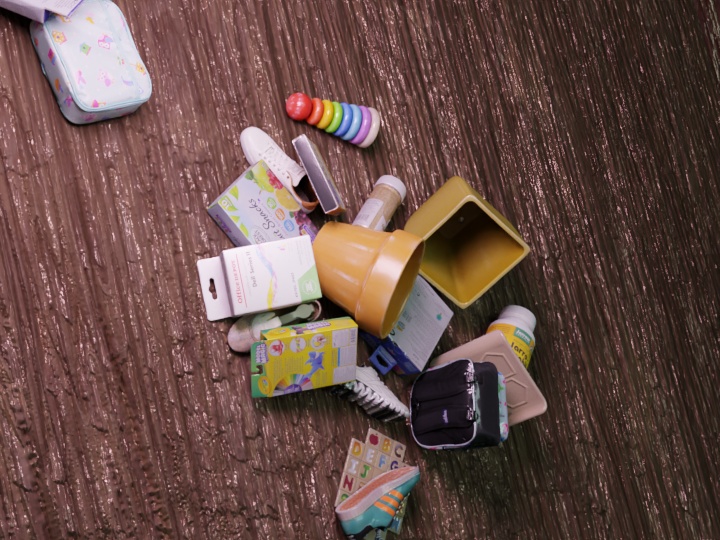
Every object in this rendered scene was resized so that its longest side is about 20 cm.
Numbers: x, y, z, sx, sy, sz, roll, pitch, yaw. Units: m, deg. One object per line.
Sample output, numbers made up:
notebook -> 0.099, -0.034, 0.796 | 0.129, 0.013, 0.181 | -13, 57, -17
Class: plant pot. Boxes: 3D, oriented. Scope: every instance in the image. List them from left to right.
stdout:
plant pot -> 0.000, 0.000, 1.547 | 0.182, 0.201, 0.201 | 23, 55, 12
plant pot -> 0.207, -0.083, 1.753 | 0.194, 0.195, 0.201 | 38, 20, -24

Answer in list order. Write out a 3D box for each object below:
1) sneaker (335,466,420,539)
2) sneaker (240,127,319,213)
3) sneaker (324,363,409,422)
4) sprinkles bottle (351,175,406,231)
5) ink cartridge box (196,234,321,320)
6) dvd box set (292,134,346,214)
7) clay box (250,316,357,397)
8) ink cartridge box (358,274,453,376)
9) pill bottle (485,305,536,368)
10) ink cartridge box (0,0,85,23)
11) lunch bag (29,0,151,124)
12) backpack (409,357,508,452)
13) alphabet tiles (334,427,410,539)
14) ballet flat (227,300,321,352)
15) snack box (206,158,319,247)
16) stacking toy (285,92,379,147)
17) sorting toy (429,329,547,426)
sneaker -> 0.041, 0.439, 1.547 | 0.199, 0.071, 0.081 | -24, 97, -36
sneaker -> -0.145, -0.199, 1.575 | 0.200, 0.084, 0.073 | 51, 54, -15
sneaker -> 0.022, 0.231, 1.599 | 0.199, 0.075, 0.082 | 35, 49, -27
sprinkles bottle -> 0.027, -0.107, 1.699 | 0.068, 0.068, 0.201 | 44, 54, -21
ink cartridge box -> -0.178, 0.014, 1.445 | 0.198, 0.067, 0.119 | -12, 88, -16
dvd box set -> -0.076, -0.177, 1.567 | 0.029, 0.200, 0.148 | -25, 91, 4
clay box -> -0.104, 0.155, 1.470 | 0.198, 0.048, 0.116 | -7, 113, -22
ink cartridge box -> 0.088, 0.118, 1.678 | 0.137, 0.076, 0.201 | 47, 51, -18
pill bottle -> 0.323, 0.180, 1.829 | 0.113, 0.112, 0.201 | 43, 54, -21
ink cartridge box -> -0.496, -0.483, 1.329 | 0.198, 0.041, 0.201 | 23, 57, 9
lunch bag -> -0.446, -0.356, 1.376 | 0.160, 0.077, 0.202 | -23, 92, -41
backpack -> 0.193, 0.273, 1.640 | 0.150, 0.199, 0.180 | 17, 63, -39
alphabet tiles -> 0.030, 0.417, 1.589 | 0.166, 0.006, 0.202 | 32, 59, -28
ballet flat -> -0.151, 0.091, 1.495 | 0.199, 0.067, 0.069 | -24, 91, -41
snack box -> -0.173, -0.084, 1.538 | 0.200, 0.053, 0.142 | 51, 53, -16
stacking toy -> -0.061, -0.318, 1.685 | 0.198, 0.085, 0.086 | 13, 69, -31
sorting toy -> 0.268, 0.238, 1.730 | 0.201, 0.184, 0.036 | 58, 28, -9
